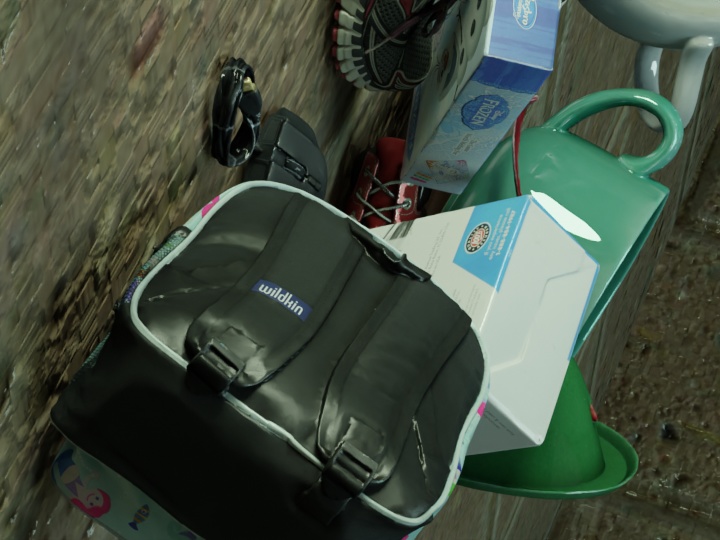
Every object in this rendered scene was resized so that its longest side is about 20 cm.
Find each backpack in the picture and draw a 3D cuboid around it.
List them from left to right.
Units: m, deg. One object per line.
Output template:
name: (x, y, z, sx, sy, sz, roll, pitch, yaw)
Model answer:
backpack: (-0.036, 0.058, 1.155, 0.151, 0.177, 0.200, -52, -176, 36)

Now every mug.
mug: (0.117, -0.027, 1.583, 0.185, 0.114, 0.152, -56, 172, -22)

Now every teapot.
teapot: (0.205, -0.227, 1.653, 0.200, 0.197, 0.146, -46, -177, -14)

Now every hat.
hat: (0.079, 0.010, 1.387, 0.165, 0.200, 0.176, -1, 108, -35)

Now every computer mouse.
computer mouse: (-0.043, -0.063, 1.279, 0.200, 0.034, 0.059, 56, 54, -76)

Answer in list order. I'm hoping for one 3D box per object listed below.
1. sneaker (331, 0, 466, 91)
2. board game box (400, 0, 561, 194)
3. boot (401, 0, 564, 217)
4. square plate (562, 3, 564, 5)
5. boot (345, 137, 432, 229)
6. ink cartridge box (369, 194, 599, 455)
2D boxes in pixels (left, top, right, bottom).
sneaker: (0.029, -0.161, 1.362, 0.200, 0.075, 0.081, 91, 20, -60)
board game box: (0.077, -0.170, 1.426, 0.199, 0.043, 0.200, 127, -26, -69)
boot: (0.069, -0.107, 1.592, 0.186, 0.064, 0.200, 153, -38, -82)
square plate: (0.151, -0.266, 1.899, 0.200, 0.028, 0.198, -49, 155, -64)
boot: (0.000, 0.000, 1.504, 0.200, 0.072, 0.144, -67, 171, -64)
ink cartridge box: (0.019, 0.039, 1.322, 0.068, 0.200, 0.116, 42, 55, -32)
